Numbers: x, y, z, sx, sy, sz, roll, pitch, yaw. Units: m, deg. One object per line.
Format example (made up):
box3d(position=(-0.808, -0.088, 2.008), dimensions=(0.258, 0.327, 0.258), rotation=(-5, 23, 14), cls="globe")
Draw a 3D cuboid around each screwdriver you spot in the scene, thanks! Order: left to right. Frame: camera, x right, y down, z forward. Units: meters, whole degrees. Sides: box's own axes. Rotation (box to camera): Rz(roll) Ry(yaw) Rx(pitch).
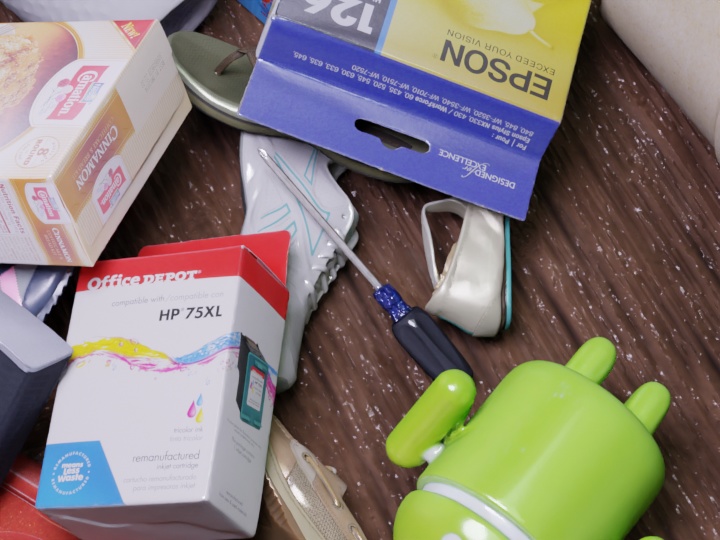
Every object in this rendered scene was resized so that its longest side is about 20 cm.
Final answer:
box3d(position=(0.000, 0.000, 1.239), dimensions=(0.200, 0.028, 0.029), rotation=(47, 25, -7), cls="screwdriver")

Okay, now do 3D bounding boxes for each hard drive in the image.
box3d(position=(-0.282, 0.046, 1.157), dimensions=(0.200, 0.042, 0.135), rotation=(33, 103, 9), cls="hard drive")

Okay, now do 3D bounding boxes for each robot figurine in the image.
box3d(position=(0.100, 0.135, 1.161), dimensions=(0.175, 0.116, 0.200), rotation=(41, 69, 6), cls="robot figurine")

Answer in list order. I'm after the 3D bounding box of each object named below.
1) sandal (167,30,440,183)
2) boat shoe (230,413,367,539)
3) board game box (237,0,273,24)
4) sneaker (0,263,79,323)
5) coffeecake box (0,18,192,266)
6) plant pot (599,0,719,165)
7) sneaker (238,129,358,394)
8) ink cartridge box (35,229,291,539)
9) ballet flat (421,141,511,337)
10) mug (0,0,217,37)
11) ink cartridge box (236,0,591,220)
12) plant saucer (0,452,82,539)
box3d(position=(-0.034, -0.118, 1.279), dimensions=(0.200, 0.057, 0.080), rotation=(22, 31, 10), cls="sandal")
box3d(position=(-0.043, 0.145, 1.191), dimensions=(0.064, 0.071, 0.200), rotation=(1, 46, -40), cls="boat shoe")
box3d(position=(-0.007, -0.255, 1.398), dimensions=(0.196, 0.056, 0.200), rotation=(41, 70, 18), cls="board game box")
box3d(position=(-0.236, 0.021, 1.209), dimensions=(0.082, 0.070, 0.200), rotation=(37, 85, -8), cls="sneaker")
box3d(position=(-0.228, -0.081, 1.213), dimensions=(0.199, 0.073, 0.154), rotation=(2, 43, 25), cls="coffeecake box")
box3d(position=(0.262, -0.165, 1.293), dimensions=(0.200, 0.201, 0.184), rotation=(-33, 56, -16), cls="plant pot")
box3d(position=(-0.040, -0.015, 1.266), dimensions=(0.080, 0.070, 0.201), rotation=(2, 62, -3), cls="sneaker")
box3d(position=(-0.113, 0.056, 1.166), dimensions=(0.116, 0.067, 0.201), rotation=(-6, 61, 24), cls="ink cartridge box")
box3d(position=(0.074, -0.052, 1.287), dimensions=(0.069, 0.070, 0.201), rotation=(6, 62, 3), cls="ballet flat")
box3d(position=(-0.202, -0.208, 1.334), dimensions=(0.200, 0.148, 0.175), rotation=(-45, 84, 12), cls="mug")
box3d(position=(0.042, -0.154, 1.262), dimensions=(0.197, 0.047, 0.200), rotation=(20, 57, -6), cls="ink cartridge box")
box3d(position=(-0.213, 0.211, 1.166), dimensions=(0.200, 0.037, 0.200), rotation=(29, 66, 13), cls="plant saucer")
